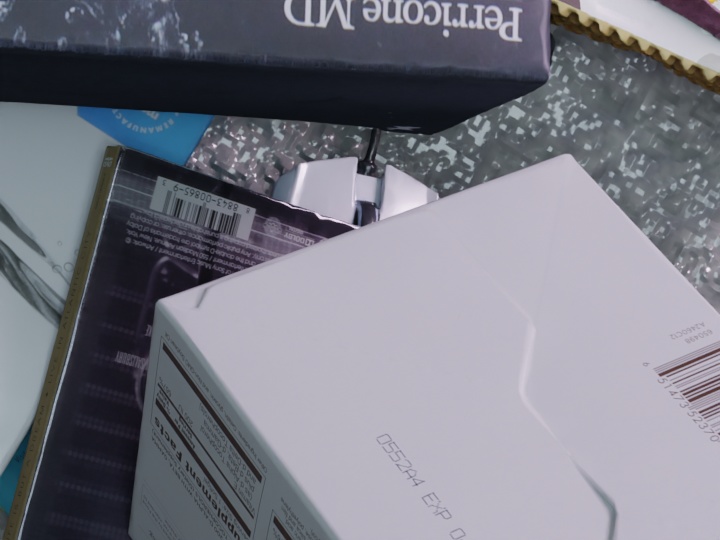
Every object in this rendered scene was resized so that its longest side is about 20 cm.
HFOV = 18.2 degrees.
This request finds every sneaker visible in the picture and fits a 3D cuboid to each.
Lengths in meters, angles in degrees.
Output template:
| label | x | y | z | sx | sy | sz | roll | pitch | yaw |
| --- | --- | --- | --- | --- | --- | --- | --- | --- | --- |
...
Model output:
| label | x | y | z | sx | sy | sz | roll | pitch | yaw |
| --- | --- | --- | --- | --- | --- | --- | --- | --- | --- |
| sneaker | 0.129 | -0.112 | 0.800 | 0.199 | 0.075 | 0.091 | 21 | 94 | -12 |

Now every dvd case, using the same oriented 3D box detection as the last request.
| label | x | y | z | sx | sy | sz | roll | pitch | yaw |
| --- | --- | --- | --- | --- | --- | --- | --- | --- | --- |
| dvd case | -0.043 | 0.077 | 0.739 | 0.148 | 0.016 | 0.202 | 18 | 82 | -30 |

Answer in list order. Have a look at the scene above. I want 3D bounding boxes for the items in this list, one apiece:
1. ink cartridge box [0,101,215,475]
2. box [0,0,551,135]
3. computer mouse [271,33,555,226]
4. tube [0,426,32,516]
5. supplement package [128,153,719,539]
| label | x | y | z | sx | sy | sz | roll | pitch | yaw |
| --- | --- | --- | --- | --- | --- | --- | --- | --- | --- |
| ink cartridge box | -0.142 | -0.003 | 0.739 | 0.115 | 0.067 | 0.201 | 32 | 75 | -10 |
| box | -0.049 | -0.151 | 0.688 | 0.195 | 0.117 | 0.202 | 2 | 86 | -17 |
| computer mouse | 0.000 | 0.000 | 0.798 | 0.109 | 0.044 | 0.202 | 10 | 91 | -12 |
| tube | -0.077 | 0.089 | 0.789 | 0.077 | 0.050 | 0.200 | -42 | 94 | -21 |
| supplement package | 0.049 | 0.087 | 0.658 | 0.155 | 0.111 | 0.200 | -19 | 53 | -29 |
